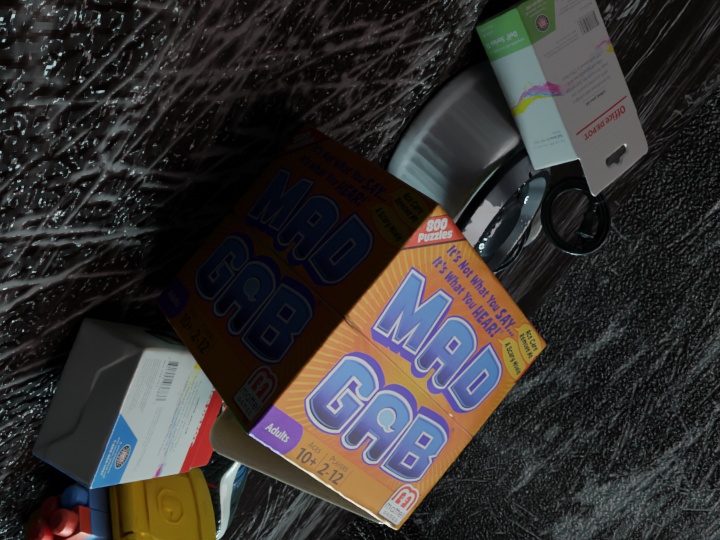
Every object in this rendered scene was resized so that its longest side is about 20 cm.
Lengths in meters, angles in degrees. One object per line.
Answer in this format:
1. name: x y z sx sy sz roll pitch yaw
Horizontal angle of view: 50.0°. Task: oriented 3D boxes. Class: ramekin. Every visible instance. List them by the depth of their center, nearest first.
1. ramekin: 0.127 -0.128 0.895 0.200 0.098 0.202 -40 161 -16

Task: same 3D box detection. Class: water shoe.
1. water shoe: -0.167 0.222 0.930 0.079 0.070 0.205 -44 151 -72

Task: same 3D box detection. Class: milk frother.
1. milk frother: 0.238 -0.074 1.073 0.183 0.198 0.188 -62 167 21

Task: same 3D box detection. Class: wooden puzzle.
1. wooden puzzle: -0.048 0.175 0.764 0.200 0.181 0.038 -66 179 -84

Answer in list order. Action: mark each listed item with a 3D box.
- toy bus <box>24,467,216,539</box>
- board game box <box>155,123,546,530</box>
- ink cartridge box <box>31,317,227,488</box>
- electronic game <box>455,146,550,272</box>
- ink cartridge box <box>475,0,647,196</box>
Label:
1. toy bus: -0.278 0.282 0.800 0.197 0.138 0.192 -30 146 15
2. board game box: -0.009 0.043 0.644 0.201 0.199 0.200 -49 131 -4
3. ink cartridge box: -0.186 0.117 0.694 0.119 0.066 0.200 -68 162 -3
4. electronic game: 0.151 -0.054 0.880 0.200 0.041 0.202 -43 158 -22
5. ink cartridge box: 0.212 -0.187 0.799 0.116 0.203 0.067 -34 -165 -29
